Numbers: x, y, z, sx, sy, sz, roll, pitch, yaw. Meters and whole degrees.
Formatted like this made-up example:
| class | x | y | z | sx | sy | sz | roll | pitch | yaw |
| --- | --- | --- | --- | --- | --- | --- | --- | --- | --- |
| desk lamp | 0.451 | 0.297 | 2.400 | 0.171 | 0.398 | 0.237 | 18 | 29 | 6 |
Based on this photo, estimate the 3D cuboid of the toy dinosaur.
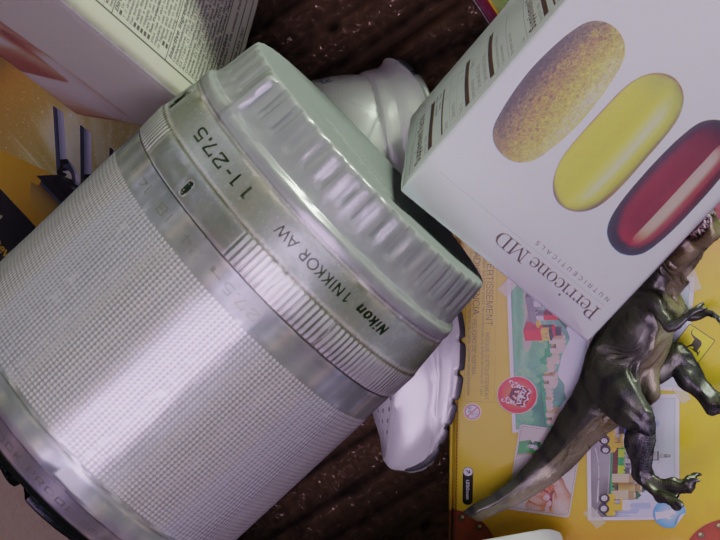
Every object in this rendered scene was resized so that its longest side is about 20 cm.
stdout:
| class | x | y | z | sx | sy | sz | roll | pitch | yaw |
| --- | --- | --- | --- | --- | --- | --- | --- | --- | --- |
| toy dinosaur | 0.137 | 0.061 | 1.042 | 0.088 | 0.047 | 0.200 | 34 | 109 | 9 |

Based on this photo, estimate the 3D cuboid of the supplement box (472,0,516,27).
| class | x | y | z | sx | sy | sz | roll | pitch | yaw |
| --- | --- | --- | --- | --- | --- | --- | --- | --- | --- |
| supplement box | 0.083 | -0.189 | 1.021 | 0.110 | 0.086 | 0.200 | -31 | 104 | 13 |

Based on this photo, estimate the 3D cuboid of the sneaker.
| class | x | y | z | sx | sy | sz | roll | pitch | yaw |
| --- | --- | --- | --- | --- | --- | --- | --- | --- | --- |
| sneaker | 0.000 | 0.000 | 1.049 | 0.087 | 0.075 | 0.201 | -8 | 81 | -12 |

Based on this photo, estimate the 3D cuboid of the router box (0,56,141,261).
| class | x | y | z | sx | sy | sz | roll | pitch | yaw |
| --- | --- | --- | --- | --- | --- | --- | --- | --- | --- |
| router box | -0.111 | -0.032 | 1.070 | 0.200 | 0.052 | 0.157 | 44 | 74 | -10 |

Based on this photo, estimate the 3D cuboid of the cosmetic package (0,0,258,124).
| class | x | y | z | sx | sy | sz | roll | pitch | yaw |
| --- | --- | --- | --- | --- | --- | --- | --- | --- | --- |
| cosmetic package | -0.127 | -0.145 | 0.940 | 0.087 | 0.200 | 0.104 | 9 | 74 | 26 |

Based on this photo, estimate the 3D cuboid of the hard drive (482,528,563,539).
| class | x | y | z | sx | sy | sz | roll | pitch | yaw |
| --- | --- | --- | --- | --- | --- | --- | --- | --- | --- |
| hard drive | -0.004 | 0.185 | 1.099 | 0.200 | 0.132 | 0.027 | -37 | 66 | 44 |

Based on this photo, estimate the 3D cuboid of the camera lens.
| class | x | y | z | sx | sy | sz | roll | pitch | yaw |
| --- | --- | --- | --- | --- | --- | --- | --- | --- | --- |
| camera lens | -0.067 | 0.021 | 0.945 | 0.200 | 0.160 | 0.160 | -43 | 101 | 7 |

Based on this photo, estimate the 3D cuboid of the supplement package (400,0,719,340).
| class | x | y | z | sx | sy | sz | roll | pitch | yaw |
| --- | --- | --- | --- | --- | --- | --- | --- | --- | --- |
| supplement package | 0.123 | -0.090 | 0.948 | 0.114 | 0.110 | 0.200 | 37 | 108 | -10 |

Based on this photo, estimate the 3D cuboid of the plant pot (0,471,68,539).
| class | x | y | z | sx | sy | sz | roll | pitch | yaw |
| --- | --- | --- | --- | --- | --- | --- | --- | --- | --- |
| plant pot | -0.167 | 0.122 | 1.114 | 0.187 | 0.187 | 0.201 | -24 | 89 | 12 |

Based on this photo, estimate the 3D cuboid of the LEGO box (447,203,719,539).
| class | x | y | z | sx | sy | sz | roll | pitch | yaw |
| --- | --- | --- | --- | --- | --- | --- | --- | --- | --- |
| LEGO box | 0.120 | 0.040 | 1.101 | 0.148 | 0.077 | 0.201 | 2 | 109 | 4 |
